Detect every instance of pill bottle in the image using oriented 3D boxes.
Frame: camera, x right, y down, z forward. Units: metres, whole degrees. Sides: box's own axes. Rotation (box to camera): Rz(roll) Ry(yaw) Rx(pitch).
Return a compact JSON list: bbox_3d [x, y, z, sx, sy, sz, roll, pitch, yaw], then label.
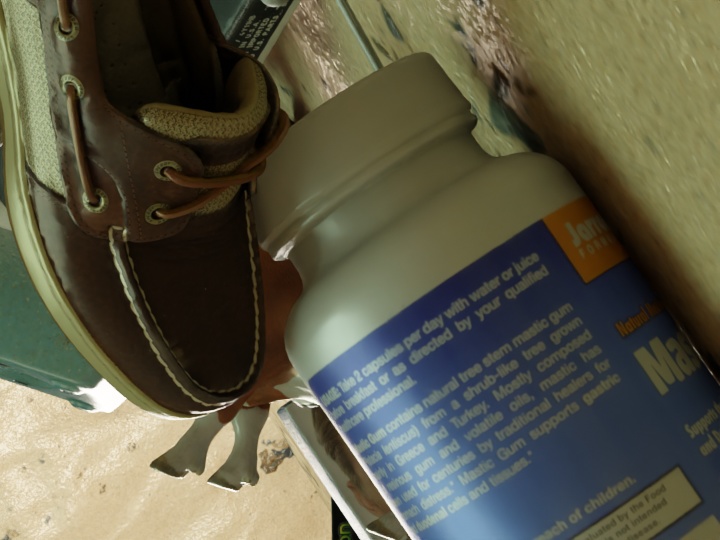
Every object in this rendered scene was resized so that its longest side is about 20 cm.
[{"bbox_3d":[0.046,0.033,0.638,0.200,0.112,0.112,56,173,4],"label":"pill bottle"}]

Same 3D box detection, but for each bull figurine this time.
[{"bbox_3d":[-0.013,0.033,0.755,0.200,0.122,0.065,17,175,6],"label":"bull figurine"}]

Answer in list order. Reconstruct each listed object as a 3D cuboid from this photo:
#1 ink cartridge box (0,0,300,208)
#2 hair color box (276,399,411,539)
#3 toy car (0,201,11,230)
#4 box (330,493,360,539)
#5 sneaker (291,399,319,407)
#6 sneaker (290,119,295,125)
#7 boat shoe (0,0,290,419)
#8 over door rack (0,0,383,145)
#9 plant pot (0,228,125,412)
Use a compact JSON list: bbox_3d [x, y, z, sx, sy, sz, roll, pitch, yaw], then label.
[{"bbox_3d":[-0.133,-0.124,0.900,0.200,0.043,0.198,52,129,23],"label":"ink cartridge box"},{"bbox_3d":[0.050,0.132,1.085,0.200,0.100,0.061,56,172,1],"label":"hair color box"},{"bbox_3d":[-0.134,-0.125,1.034,0.150,0.175,0.200,-7,-108,-52],"label":"toy car"},{"bbox_3d":[-0.001,0.127,1.258,0.110,0.035,0.200,86,-178,-75],"label":"box"},{"bbox_3d":[0.009,0.004,0.882,0.200,0.074,0.085,-29,83,62],"label":"sneaker"},{"bbox_3d":[-0.034,-0.024,1.132,0.090,0.067,0.200,42,167,8],"label":"sneaker"},{"bbox_3d":[-0.061,-0.042,0.579,0.072,0.072,0.200,6,119,41],"label":"boat shoe"},{"bbox_3d":[-0.062,-0.067,0.727,0.200,0.148,0.067,56,153,6],"label":"over door rack"},{"bbox_3d":[-0.179,-0.026,1.206,0.196,0.200,0.196,17,169,3],"label":"plant pot"}]
